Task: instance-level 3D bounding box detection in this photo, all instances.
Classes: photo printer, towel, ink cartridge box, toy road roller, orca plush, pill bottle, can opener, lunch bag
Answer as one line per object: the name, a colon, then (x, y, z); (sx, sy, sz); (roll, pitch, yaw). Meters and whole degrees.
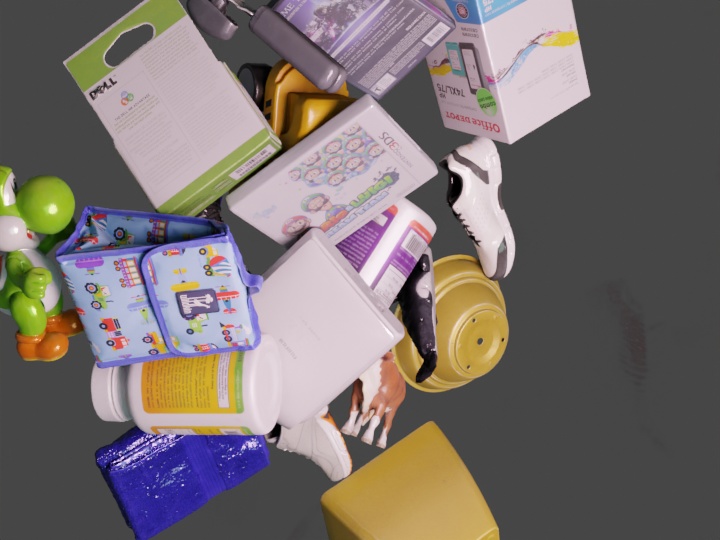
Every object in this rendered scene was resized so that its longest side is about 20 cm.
photo printer: (-0.071, 0.076, 1.259); (0.199, 0.069, 0.167); (-41, 91, 15)
towel: (-0.210, 0.232, 1.303); (0.198, 0.049, 0.150); (-29, 120, -17)
ink cartridge box: (0.174, -0.290, 1.342); (0.145, 0.146, 0.203); (-31, 119, -22)
ink cartridge box: (-0.199, -0.176, 1.147); (0.147, 0.076, 0.202); (-35, 84, 4)
toy road roller: (-0.068, -0.145, 1.227); (0.121, 0.145, 0.204); (-4, 107, -32)
orca plush: (0.062, 0.051, 1.383); (0.070, 0.203, 0.106); (-7, 151, 7)
pill bottle: (-0.195, 0.127, 1.200); (0.196, 0.111, 0.113); (-2, 112, 13)
pill bottle: (0.000, 0.000, 1.341); (0.111, 0.111, 0.202); (36, 84, -36)
can opener: (-0.106, -0.250, 1.160); (0.067, 0.199, 0.053); (-51, 165, 13)
lunch bag: (-0.195, 0.017, 1.122); (0.196, 0.095, 0.153); (-1, 127, 13)

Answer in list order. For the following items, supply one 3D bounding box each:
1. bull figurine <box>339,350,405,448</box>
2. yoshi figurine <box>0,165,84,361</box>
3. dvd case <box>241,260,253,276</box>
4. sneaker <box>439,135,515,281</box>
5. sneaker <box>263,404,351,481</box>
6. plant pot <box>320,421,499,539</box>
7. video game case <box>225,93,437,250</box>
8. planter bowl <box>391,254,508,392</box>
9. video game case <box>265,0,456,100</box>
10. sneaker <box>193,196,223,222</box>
bull figurine: (0.018, 0.160, 1.381); (0.200, 0.064, 0.123); (44, 66, -71)
yoshi figurine: (-0.333, -0.015, 1.123); (0.111, 0.111, 0.204); (-27, 117, -35)
dvd case: (-0.153, 0.105, 1.331); (0.149, 0.016, 0.201); (-43, 123, -14)
sneaker: (0.155, -0.078, 1.452); (0.079, 0.073, 0.204); (-21, 108, -20)
sneaker: (-0.077, 0.209, 1.383); (0.091, 0.076, 0.202); (-27, 128, -8)
plant pot: (0.084, 0.370, 1.449); (0.198, 0.176, 0.202); (-29, 133, -22)
video game case: (-0.028, -0.098, 1.218); (0.198, 0.024, 0.182); (-34, 149, 14)
planter bowl: (0.145, 0.087, 1.483); (0.197, 0.083, 0.204); (-12, 112, -31)
video game case: (-0.005, -0.289, 1.249); (0.198, 0.019, 0.142); (25, 131, -35)
sneaker: (-0.178, -0.038, 1.208); (0.069, 0.099, 0.203); (10, 103, -52)
